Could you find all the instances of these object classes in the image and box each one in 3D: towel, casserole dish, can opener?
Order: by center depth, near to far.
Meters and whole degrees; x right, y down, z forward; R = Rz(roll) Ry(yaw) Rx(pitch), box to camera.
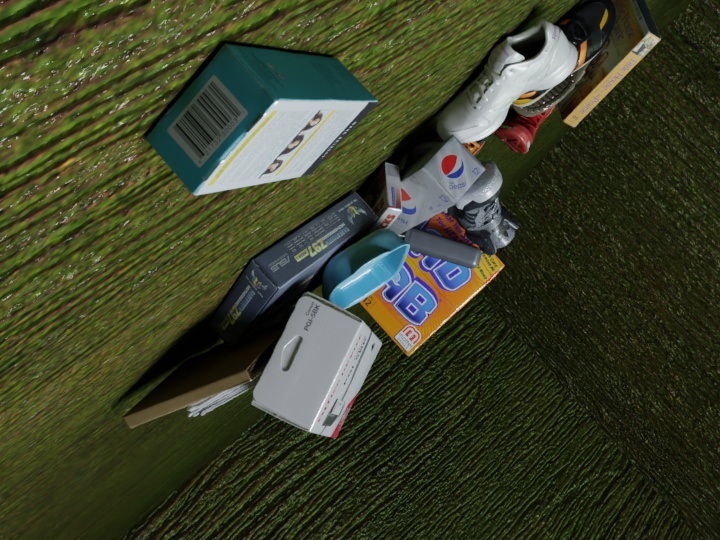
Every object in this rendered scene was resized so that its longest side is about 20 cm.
[{"bbox_3d":[0.000,0.000,1.293,0.120,0.039,0.200,-32,170,-11],"label":"casserole dish"},{"bbox_3d":[-0.153,0.115,1.336,0.146,0.024,0.200,-29,-164,11],"label":"towel"},{"bbox_3d":[0.073,-0.028,1.459,0.053,0.198,0.068,10,97,-88],"label":"can opener"}]

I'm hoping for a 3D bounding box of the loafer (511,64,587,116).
[{"bbox_3d":[0.313,-0.312,1.574,0.200,0.076,0.067,-44,171,-5],"label":"loafer"}]

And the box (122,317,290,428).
[{"bbox_3d":[-0.178,0.124,1.244,0.198,0.021,0.164,-22,-168,27],"label":"box"}]

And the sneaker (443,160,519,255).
[{"bbox_3d":[0.176,-0.083,1.381,0.075,0.114,0.200,-45,-173,-7],"label":"sneaker"}]

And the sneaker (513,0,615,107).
[{"bbox_3d":[0.285,-0.310,1.424,0.200,0.070,0.090,-42,178,9],"label":"sneaker"}]

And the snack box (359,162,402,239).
[{"bbox_3d":[0.001,-0.057,1.344,0.024,0.073,0.200,10,146,-23],"label":"snack box"}]

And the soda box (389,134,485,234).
[{"bbox_3d":[0.081,-0.108,1.323,0.068,0.063,0.200,-48,-172,-21],"label":"soda box"}]

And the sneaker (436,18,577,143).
[{"bbox_3d":[0.169,-0.240,1.252,0.199,0.075,0.099,-37,145,14],"label":"sneaker"}]

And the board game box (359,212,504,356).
[{"bbox_3d":[0.084,-0.008,1.586,0.200,0.200,0.200,-43,175,1],"label":"board game box"}]

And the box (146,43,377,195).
[{"bbox_3d":[-0.059,-0.104,0.687,0.082,0.049,0.200,-44,174,19],"label":"box"}]

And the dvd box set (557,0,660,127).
[{"bbox_3d":[0.384,-0.347,1.610,0.200,0.029,0.148,-47,-145,38],"label":"dvd box set"}]

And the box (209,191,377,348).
[{"bbox_3d":[-0.083,0.000,1.261,0.200,0.051,0.158,-37,171,-42],"label":"box"}]

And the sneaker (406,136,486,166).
[{"bbox_3d":[0.128,-0.173,1.387,0.112,0.078,0.200,-46,-173,-10],"label":"sneaker"}]

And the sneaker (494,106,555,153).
[{"bbox_3d":[0.301,-0.280,1.831,0.116,0.078,0.200,-52,-175,7],"label":"sneaker"}]

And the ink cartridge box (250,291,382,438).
[{"bbox_3d":[-0.048,0.123,1.240,0.148,0.082,0.200,-64,168,-6],"label":"ink cartridge box"}]
